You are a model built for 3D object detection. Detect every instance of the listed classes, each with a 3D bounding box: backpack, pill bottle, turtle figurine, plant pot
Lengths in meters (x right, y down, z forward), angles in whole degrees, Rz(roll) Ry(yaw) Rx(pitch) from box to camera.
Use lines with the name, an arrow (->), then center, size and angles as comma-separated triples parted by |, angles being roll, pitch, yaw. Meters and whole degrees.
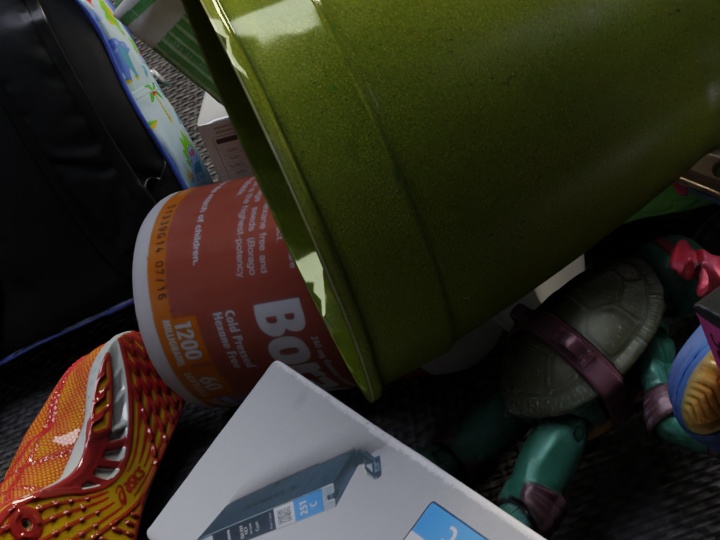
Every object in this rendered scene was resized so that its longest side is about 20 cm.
backpack -> -0.189, -0.067, 1.120 | 0.183, 0.200, 0.147 | -24, 10, 8
pill bottle -> 0.000, 0.000, 0.954 | 0.200, 0.112, 0.112 | -10, 34, 27
turtle figurine -> 0.097, 0.052, 0.818 | 0.200, 0.101, 0.150 | -43, 21, -8
plant pot -> 0.050, -0.076, 0.806 | 0.193, 0.200, 0.200 | -24, 30, -4

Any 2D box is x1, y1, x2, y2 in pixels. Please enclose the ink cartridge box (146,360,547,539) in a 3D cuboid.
ink cartridge box -> -0.024, 0.145, 0.756 | 0.176, 0.045, 0.200 | -55, 35, -5

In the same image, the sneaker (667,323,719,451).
sneaker -> 0.186, -0.006, 0.760 | 0.200, 0.075, 0.088 | -35, 40, -15

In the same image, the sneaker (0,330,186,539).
sneaker -> -0.143, 0.115, 0.951 | 0.077, 0.073, 0.200 | -35, 18, 40

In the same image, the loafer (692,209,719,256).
loafer -> 0.245, -0.019, 0.860 | 0.200, 0.063, 0.072 | -19, 73, 20

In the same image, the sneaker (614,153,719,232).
sneaker -> 0.154, -0.046, 0.961 | 0.200, 0.084, 0.077 | 4, 79, 61

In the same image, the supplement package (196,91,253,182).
supplement package -> 0.011, -0.104, 1.102 | 0.156, 0.111, 0.200 | -14, 33, 13

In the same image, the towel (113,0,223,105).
towel -> 0.000, -0.110, 0.964 | 0.153, 0.200, 0.023 | -42, 21, 26

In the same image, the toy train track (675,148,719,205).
toy train track -> 0.192, -0.026, 0.831 | 0.200, 0.033, 0.115 | 25, 92, 28

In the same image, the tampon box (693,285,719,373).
tampon box -> 0.244, 0.032, 0.675 | 0.200, 0.150, 0.126 | -34, 32, -13
